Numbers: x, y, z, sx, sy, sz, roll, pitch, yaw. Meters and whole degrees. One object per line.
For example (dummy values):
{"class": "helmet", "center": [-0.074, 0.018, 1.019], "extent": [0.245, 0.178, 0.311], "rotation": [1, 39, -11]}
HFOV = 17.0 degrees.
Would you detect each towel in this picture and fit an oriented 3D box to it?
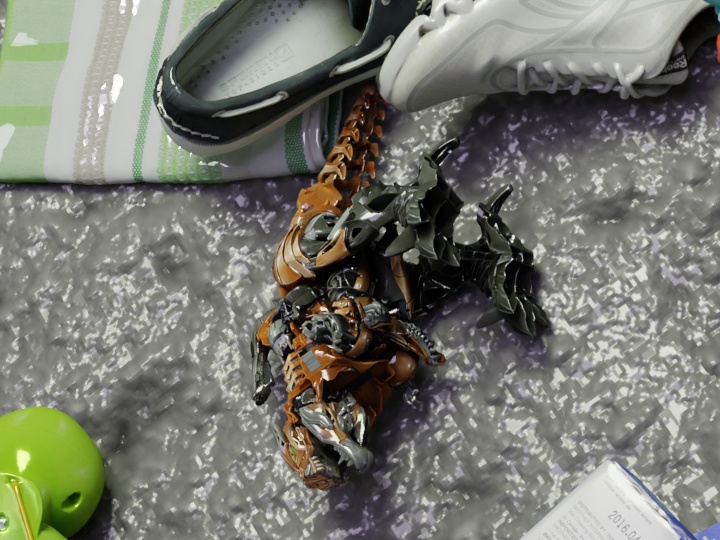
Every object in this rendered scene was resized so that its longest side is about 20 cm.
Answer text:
{"class": "towel", "center": [-0.101, -0.117, 1.250], "extent": [0.200, 0.031, 0.149], "rotation": [-1, 70, 22]}

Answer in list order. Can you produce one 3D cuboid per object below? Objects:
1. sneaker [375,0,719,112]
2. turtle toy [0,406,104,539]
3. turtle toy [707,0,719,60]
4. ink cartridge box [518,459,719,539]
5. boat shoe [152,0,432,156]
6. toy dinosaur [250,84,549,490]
{"class": "sneaker", "center": [0.105, -0.113, 1.129], "extent": [0.200, 0.075, 0.081], "rotation": [-23, 78, -2]}
{"class": "turtle toy", "center": [-0.175, 0.158, 1.138], "extent": [0.146, 0.101, 0.200], "rotation": [16, 74, 3]}
{"class": "turtle toy", "center": [0.213, -0.087, 1.048], "extent": [0.101, 0.146, 0.200], "rotation": [-23, 83, 34]}
{"class": "ink cartridge box", "center": [0.109, 0.178, 1.029], "extent": [0.200, 0.076, 0.136], "rotation": [-43, 62, 4]}
{"class": "boat shoe", "center": [-0.011, -0.127, 1.173], "extent": [0.200, 0.060, 0.076], "rotation": [-40, 81, -13]}
{"class": "toy dinosaur", "center": [0.000, 0.000, 1.134], "extent": [0.136, 0.102, 0.200], "rotation": [-19, 74, 31]}
